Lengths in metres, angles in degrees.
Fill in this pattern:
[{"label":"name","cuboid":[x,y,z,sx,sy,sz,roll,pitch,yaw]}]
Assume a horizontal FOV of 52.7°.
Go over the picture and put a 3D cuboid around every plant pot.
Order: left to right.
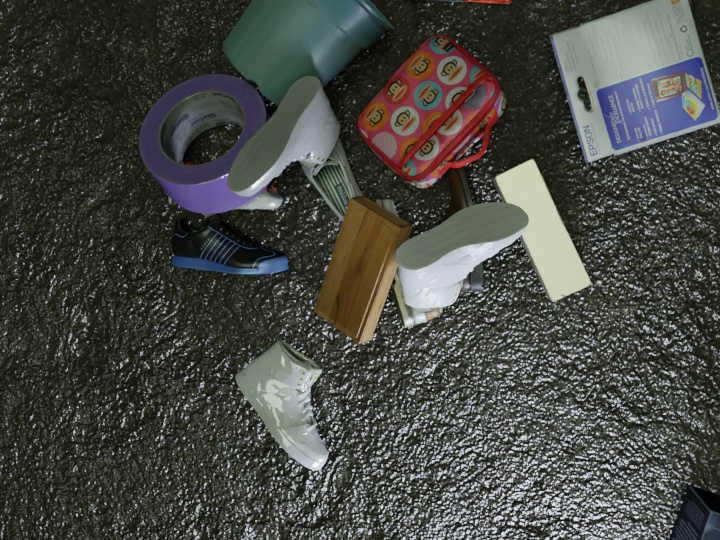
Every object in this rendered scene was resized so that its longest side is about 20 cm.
[{"label":"plant pot","cuboid":[-0.088,-0.356,1.075,0.196,0.200,0.200,-43,86,16]}]

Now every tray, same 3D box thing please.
[{"label":"tray","cuboid":[0.000,0.000,1.100,0.098,0.037,0.201,33,120,28]}]

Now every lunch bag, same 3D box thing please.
[{"label":"lunch bag","cuboid":[0.112,-0.224,1.078,0.200,0.082,0.176,-47,70,10]}]

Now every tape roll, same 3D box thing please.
[{"label":"tape roll","cuboid":[-0.227,-0.194,1.110,0.199,0.085,0.201,-4,64,8]}]

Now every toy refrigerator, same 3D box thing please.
[{"label":"toy refrigerator","cuboid":[0.271,-0.061,1.081,0.070,0.076,0.201,-25,88,10]}]

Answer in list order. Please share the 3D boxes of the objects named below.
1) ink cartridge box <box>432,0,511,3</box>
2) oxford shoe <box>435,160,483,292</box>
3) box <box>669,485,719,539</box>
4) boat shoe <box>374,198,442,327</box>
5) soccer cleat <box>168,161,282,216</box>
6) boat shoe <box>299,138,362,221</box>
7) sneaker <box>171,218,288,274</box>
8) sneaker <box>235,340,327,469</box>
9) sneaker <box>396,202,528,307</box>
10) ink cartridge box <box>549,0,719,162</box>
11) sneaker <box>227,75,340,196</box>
[{"label":"ink cartridge box","cuboid":[0.136,-0.491,1.095,0.199,0.050,0.163,7,94,12]},{"label":"oxford shoe","cuboid":[0.141,-0.065,1.104,0.084,0.073,0.201,-3,92,11]},{"label":"box","cuboid":[0.528,0.441,1.048,0.148,0.107,0.201,17,96,7]},{"label":"boat shoe","cuboid":[0.072,-0.017,1.123,0.068,0.075,0.201,-15,92,-3]},{"label":"soccer cleat","cuboid":[-0.218,-0.119,1.167,0.199,0.069,0.078,16,100,15]},{"label":"boat shoe","cuboid":[-0.052,-0.166,1.133,0.073,0.067,0.200,-35,87,9]},{"label":"sneaker","cuboid":[-0.211,-0.040,1.164,0.199,0.070,0.078,5,100,10]},{"label":"sneaker","cuboid":[-0.095,0.207,1.148,0.115,0.074,0.200,-41,85,12]},{"label":"sneaker","cuboid":[0.143,-0.018,1.036,0.199,0.116,0.074,-22,53,-11]},{"label":"ink cartridge box","cuboid":[0.399,-0.280,1.066,0.199,0.047,0.199,-16,92,11]},{"label":"sneaker","cuboid":[-0.099,-0.166,1.049,0.073,0.116,0.200,30,77,32]}]
